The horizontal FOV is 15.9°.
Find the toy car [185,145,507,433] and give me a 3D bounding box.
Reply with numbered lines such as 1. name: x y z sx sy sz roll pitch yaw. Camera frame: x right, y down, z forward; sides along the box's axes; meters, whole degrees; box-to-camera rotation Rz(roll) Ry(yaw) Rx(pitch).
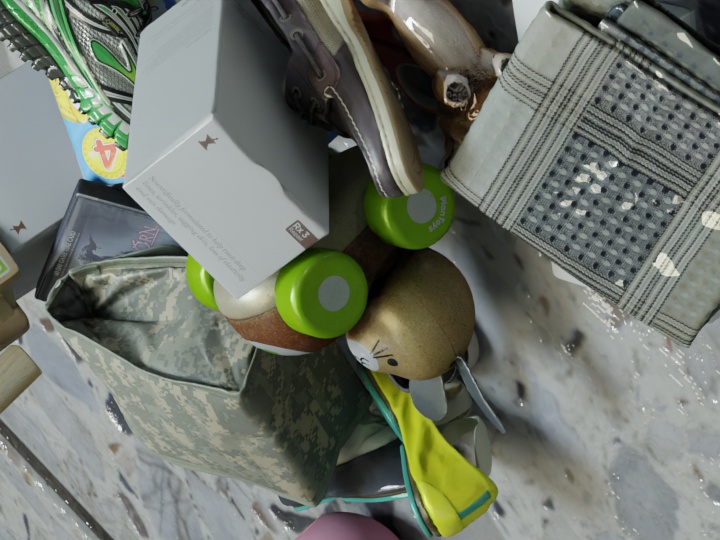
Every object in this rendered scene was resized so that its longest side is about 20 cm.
1. toy car: 0.013 0.034 1.675 0.200 0.158 0.164 53 161 -23

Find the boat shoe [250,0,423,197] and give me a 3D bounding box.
1. boat shoe: -0.017 -0.118 1.594 0.072 0.064 0.201 59 -173 -58

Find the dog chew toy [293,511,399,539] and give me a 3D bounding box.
1. dog chew toy: 0.015 0.280 1.938 0.200 0.124 0.125 48 145 3

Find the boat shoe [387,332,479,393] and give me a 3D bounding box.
1. boat shoe: 0.000 0.000 1.789 0.200 0.063 0.073 51 145 11

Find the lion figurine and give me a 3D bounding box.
1. lion figurine: 0.042 -0.149 1.592 0.201 0.072 0.122 60 177 -3

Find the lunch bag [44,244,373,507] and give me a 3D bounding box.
1. lunch bag: -0.115 0.068 1.842 0.199 0.118 0.164 13 152 31

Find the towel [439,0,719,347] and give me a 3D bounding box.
1. towel: 0.161 -0.062 1.502 0.192 0.035 0.200 36 134 3

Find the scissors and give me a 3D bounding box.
1. scissors: -0.012 -0.167 1.668 0.199 0.014 0.073 29 136 9

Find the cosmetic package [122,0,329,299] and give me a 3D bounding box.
1. cosmetic package: -0.081 -0.089 1.614 0.081 0.200 0.113 -34 115 21

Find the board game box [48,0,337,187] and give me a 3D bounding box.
1. board game box: -0.127 -0.168 1.764 0.199 0.056 0.197 -8 111 29

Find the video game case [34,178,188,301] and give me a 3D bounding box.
1. video game case: -0.126 0.003 1.876 0.199 0.019 0.143 14 144 -12

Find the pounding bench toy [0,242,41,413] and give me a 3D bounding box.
1. pounding bench toy: -0.309 0.041 1.891 0.200 0.124 0.156 51 166 14

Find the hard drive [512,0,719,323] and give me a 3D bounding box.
1. hard drive: 0.158 -0.074 1.569 0.131 0.027 0.201 19 130 44

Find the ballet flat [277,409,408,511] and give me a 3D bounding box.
1. ballet flat: -0.009 0.138 1.902 0.200 0.073 0.073 -15 104 57

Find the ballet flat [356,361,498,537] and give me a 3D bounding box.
1. ballet flat: 0.052 0.111 1.792 0.067 0.067 0.200 57 -174 -33

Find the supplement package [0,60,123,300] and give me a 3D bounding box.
1. supplement package: -0.251 -0.068 1.952 0.117 0.117 0.200 56 167 5

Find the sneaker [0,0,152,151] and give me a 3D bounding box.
1. sneaker: -0.159 -0.142 1.713 0.200 0.078 0.085 42 105 -11
